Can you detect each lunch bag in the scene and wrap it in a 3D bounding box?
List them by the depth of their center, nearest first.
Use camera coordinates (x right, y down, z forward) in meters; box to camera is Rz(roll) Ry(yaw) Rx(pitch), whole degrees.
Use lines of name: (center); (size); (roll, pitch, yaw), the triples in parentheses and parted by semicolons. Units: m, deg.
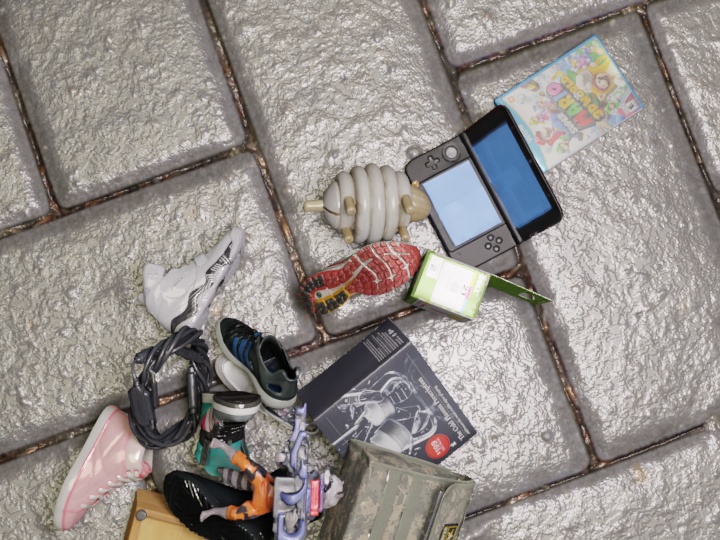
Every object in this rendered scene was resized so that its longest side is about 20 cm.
lunch bag: (0.061, 0.351, 1.472); (0.199, 0.117, 0.165); (18, 93, -22)

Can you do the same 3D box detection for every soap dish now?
soap dish: (-0.292, 0.448, 1.571); (0.156, 0.081, 0.202); (15, 84, 0)

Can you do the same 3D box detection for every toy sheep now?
toy sheep: (0.012, -0.100, 1.597); (0.198, 0.138, 0.139); (2, 85, -12)

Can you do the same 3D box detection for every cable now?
cable: (-0.282, 0.178, 1.563); (0.050, 0.201, 0.163); (16, 41, 27)

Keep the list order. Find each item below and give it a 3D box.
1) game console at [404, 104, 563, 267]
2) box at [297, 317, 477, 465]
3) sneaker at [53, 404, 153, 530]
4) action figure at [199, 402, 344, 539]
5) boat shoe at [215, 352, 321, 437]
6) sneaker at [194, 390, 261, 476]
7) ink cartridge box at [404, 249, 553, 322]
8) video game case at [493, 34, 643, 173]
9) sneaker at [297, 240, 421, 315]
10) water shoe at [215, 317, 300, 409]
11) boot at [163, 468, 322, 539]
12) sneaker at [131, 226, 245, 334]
game console: (0.186, -0.122, 1.609); (0.171, 0.119, 0.201); (-27, 86, -3)
box: (0.039, 0.212, 1.547); (0.182, 0.104, 0.200); (-38, 115, -3)
sneaker: (-0.382, 0.316, 1.582); (0.104, 0.075, 0.201); (25, 81, 6)
action figure: (-0.113, 0.278, 1.441); (0.192, 0.105, 0.202); (10, 85, 5)
boat shoe: (-0.140, 0.190, 1.601); (0.200, 0.069, 0.072); (41, 86, 2)
sneaker: (-0.193, 0.239, 1.514); (0.083, 0.200, 0.122); (1, 86, -17)
ink cartridge box: (0.175, 0.044, 1.579); (0.199, 0.148, 0.076); (21, 85, 1)
video game case: (0.334, -0.266, 1.674); (0.199, 0.018, 0.144); (-33, 87, -3)
sneaker: (0.000, 0.000, 1.589); (0.199, 0.082, 0.078); (-19, 101, 21)
water shoe: (-0.148, 0.119, 1.567); (0.200, 0.071, 0.079); (46, 127, 36)
boot: (-0.172, 0.340, 1.556); (0.199, 0.168, 0.077); (27, 116, 26)
sneaker: (-0.266, 0.002, 1.611); (0.114, 0.075, 0.201); (29, 80, 6)
